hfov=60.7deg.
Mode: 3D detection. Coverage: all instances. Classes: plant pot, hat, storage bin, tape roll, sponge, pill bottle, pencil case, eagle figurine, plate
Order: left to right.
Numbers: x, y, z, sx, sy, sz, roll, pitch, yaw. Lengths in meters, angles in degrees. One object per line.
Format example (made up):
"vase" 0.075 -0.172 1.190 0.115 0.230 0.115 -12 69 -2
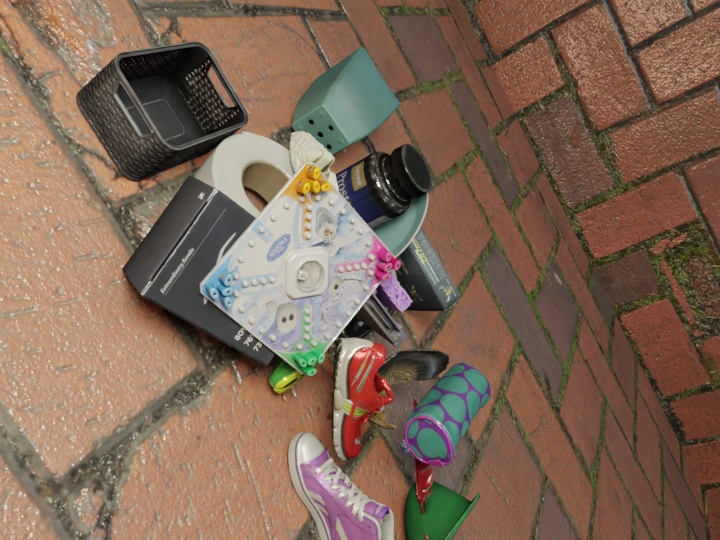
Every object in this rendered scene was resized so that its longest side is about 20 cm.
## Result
"storage bin" -0.265 -0.224 0.849 0.136 0.093 0.200 59 31 -10
"tape roll" -0.152 -0.104 0.928 0.201 0.071 0.204 25 48 -32
"plant pot" -0.042 -0.312 1.215 0.142 0.141 0.200 52 41 -20
"sponge" 0.000 0.000 0.958 0.030 0.200 0.112 -42 111 -14
"pill bottle" 0.014 -0.129 1.028 0.112 0.199 0.113 34 43 -40
"eagle figurine" 0.031 0.172 0.992 0.151 0.151 0.200 37 43 13
"plate" 0.042 -0.085 1.077 0.026 0.199 0.202 35 42 -40
"hat" 0.080 0.364 0.993 0.176 0.166 0.200 37 56 18
"pencil case" 0.139 0.223 0.963 0.200 0.084 0.093 -31 114 -57

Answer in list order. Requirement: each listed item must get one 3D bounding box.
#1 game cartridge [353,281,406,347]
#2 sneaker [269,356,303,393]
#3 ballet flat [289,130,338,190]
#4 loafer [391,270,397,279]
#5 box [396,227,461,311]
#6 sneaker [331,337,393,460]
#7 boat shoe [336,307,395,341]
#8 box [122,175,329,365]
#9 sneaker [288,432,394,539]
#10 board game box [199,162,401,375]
"game cartridge" -0.008 0.039 0.941 0.129 0.038 0.200 39 -8 33
"sneaker" -0.100 0.098 0.917 0.083 0.074 0.201 31 42 -9
"ballet flat" -0.062 -0.142 0.941 0.072 0.071 0.202 23 47 -48
"loafer" 0.023 -0.012 1.122 0.070 0.070 0.201 59 5 -44
"box" 0.088 -0.016 1.182 0.051 0.157 0.201 -37 104 -24
"sneaker" 0.003 0.184 0.843 0.077 0.084 0.202 -89 -178 -60
"boat shoe" 0.015 0.077 1.098 0.200 0.060 0.074 -27 92 -59
"box" -0.165 0.002 0.770 0.200 0.104 0.148 40 83 -36
"sneaker" -0.017 0.307 0.842 0.073 0.114 0.202 -25 89 -57
"board game box" -0.062 0.006 0.759 0.200 0.026 0.200 -51 126 -9
